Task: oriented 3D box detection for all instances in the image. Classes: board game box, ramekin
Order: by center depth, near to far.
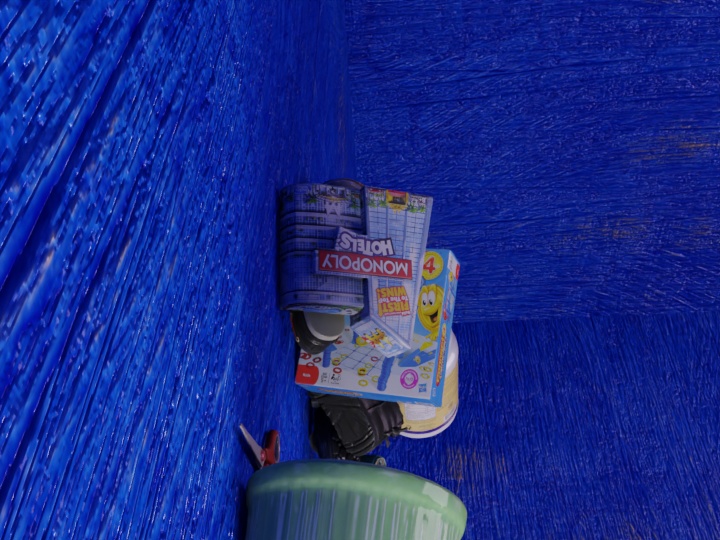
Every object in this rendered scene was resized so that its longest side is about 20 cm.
[{"bbox_3d":[-0.009,0.244,0.656,0.202,0.195,0.100,84,12,-55],"label":"ramekin"},{"bbox_3d":[0.000,0.000,0.963,0.061,0.196,0.205,-31,-122,58],"label":"board game box"},{"bbox_3d":[0.024,0.070,1.048,0.056,0.195,0.201,42,54,-61],"label":"board game box"}]

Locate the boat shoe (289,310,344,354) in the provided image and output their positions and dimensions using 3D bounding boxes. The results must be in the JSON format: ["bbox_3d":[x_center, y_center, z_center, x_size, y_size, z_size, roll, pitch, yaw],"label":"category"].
[{"bbox_3d":[-0.067,0.009,1.021,0.063,0.072,0.206,-48,-137,49],"label":"boat shoe"}]

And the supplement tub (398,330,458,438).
[{"bbox_3d":[0.093,0.165,1.295,0.147,0.141,0.203,-90,175,-47],"label":"supplement tub"}]

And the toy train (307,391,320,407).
[{"bbox_3d":[-0.057,0.128,1.241,0.035,0.045,0.203,85,4,-48],"label":"toy train"}]

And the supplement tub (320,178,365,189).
[{"bbox_3d":[-0.031,-0.082,1.223,0.200,0.119,0.126,-75,162,-82],"label":"supplement tub"}]

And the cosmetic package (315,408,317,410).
[{"bbox_3d":[-0.026,0.145,1.331,0.073,0.101,0.205,80,6,-64],"label":"cosmetic package"}]

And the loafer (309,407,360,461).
[{"bbox_3d":[-0.042,0.256,1.163,0.068,0.070,0.201,42,16,-18],"label":"loafer"}]

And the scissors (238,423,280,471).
[{"bbox_3d":[-0.092,0.184,0.732,0.200,0.014,0.075,84,6,-76],"label":"scissors"}]

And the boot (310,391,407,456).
[{"bbox_3d":[-0.005,0.179,1.168,0.201,0.072,0.162,63,17,8],"label":"boot"}]

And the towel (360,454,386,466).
[{"bbox_3d":[-0.015,0.356,1.174,0.200,0.021,0.150,147,-47,-64],"label":"towel"}]
